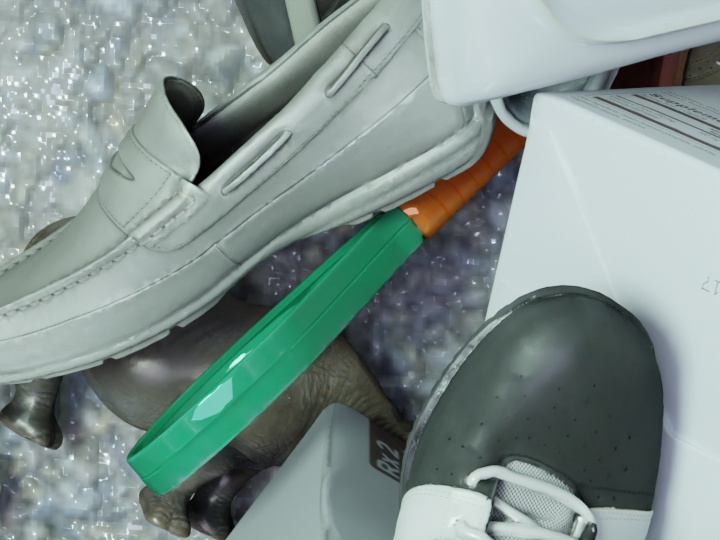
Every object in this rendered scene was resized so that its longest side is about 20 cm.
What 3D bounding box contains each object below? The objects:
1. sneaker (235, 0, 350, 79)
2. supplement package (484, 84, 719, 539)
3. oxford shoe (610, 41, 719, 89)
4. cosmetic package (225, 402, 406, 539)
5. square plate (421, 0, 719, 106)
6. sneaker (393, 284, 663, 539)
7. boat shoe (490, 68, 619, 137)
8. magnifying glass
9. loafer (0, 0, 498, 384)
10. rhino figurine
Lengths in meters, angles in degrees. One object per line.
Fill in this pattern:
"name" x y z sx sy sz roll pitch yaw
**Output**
"sneaker" -0.060 -0.152 0.942 0.106 0.075 0.201 -12 95 29
"supplement package" 0.139 0.051 0.789 0.200 0.111 0.156 28 114 41
"oxford shoe" 0.121 -0.069 0.909 0.075 0.070 0.201 12 98 -16
"cosmetic package" -0.001 0.187 0.885 0.165 0.165 0.200 34 107 -12
"square plate" 0.108 -0.141 0.740 0.199 0.028 0.199 -14 129 -8
"sneaker" 0.034 0.103 0.731 0.074 0.089 0.201 21 93 -10
"boat shoe" 0.063 -0.115 0.808 0.072 0.069 0.200 14 145 -1
"magnifying glass" 0.000 0.000 0.905 0.022 0.080 0.200 46 73 -5
"loafer" -0.052 -0.030 0.893 0.200 0.070 0.070 -30 114 5
"rhino figurine" -0.044 0.050 0.958 0.200 0.060 0.088 27 93 7
